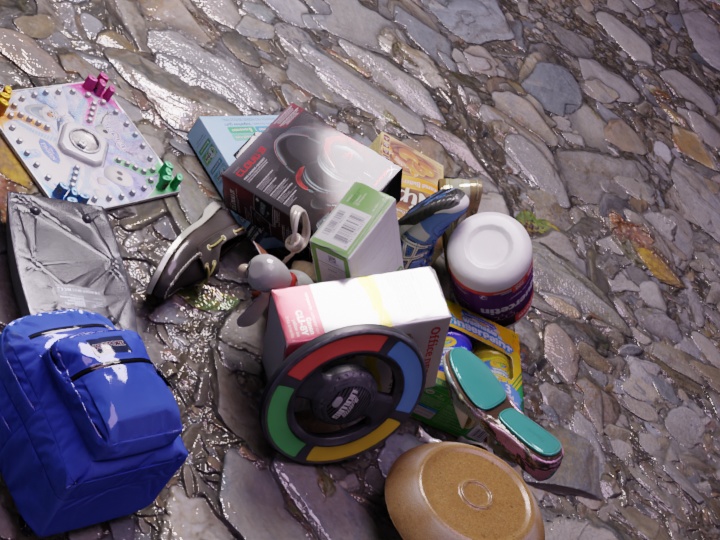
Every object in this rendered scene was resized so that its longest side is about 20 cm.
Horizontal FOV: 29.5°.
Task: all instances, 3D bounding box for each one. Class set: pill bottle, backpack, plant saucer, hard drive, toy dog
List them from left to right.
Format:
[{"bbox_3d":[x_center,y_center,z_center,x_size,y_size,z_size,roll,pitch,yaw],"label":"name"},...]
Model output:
[{"bbox_3d":[-0.329,0.004,1.532,0.135,0.042,0.200,8,46,-37],"label":"hard drive"},{"bbox_3d":[-0.274,0.129,1.348,0.162,0.168,0.200,-2,49,-51],"label":"backpack"},{"bbox_3d":[-0.107,0.016,1.639,0.096,0.200,0.132,6,57,18],"label":"toy dog"},{"bbox_3d":[0.126,0.265,1.559,0.200,0.035,0.200,16,39,-13],"label":"plant saucer"},{"bbox_3d":[0.178,0.010,1.851,0.112,0.200,0.113,-3,65,7],"label":"pill bottle"}]

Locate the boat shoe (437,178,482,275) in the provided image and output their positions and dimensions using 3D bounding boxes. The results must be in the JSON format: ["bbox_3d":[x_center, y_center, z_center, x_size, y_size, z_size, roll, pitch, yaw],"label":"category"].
[{"bbox_3d":[0.146,-0.057,1.908,0.063,0.201,0.073,-4,51,7],"label":"boat shoe"}]

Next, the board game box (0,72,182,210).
[{"bbox_3d":[-0.344,-0.163,1.711,0.200,0.026,0.200,-18,65,-50],"label":"board game box"}]

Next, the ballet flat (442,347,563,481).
[{"bbox_3d":[0.162,0.182,1.661,0.069,0.071,0.200,-21,55,-41],"label":"ballet flat"}]

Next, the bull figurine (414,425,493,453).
[{"bbox_3d":[0.113,0.255,1.646,0.121,0.065,0.200,20,34,-15],"label":"bull figurine"}]

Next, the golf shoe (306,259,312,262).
[{"bbox_3d":[-0.011,-0.036,1.780,0.078,0.094,0.201,25,61,-37],"label":"golf shoe"}]

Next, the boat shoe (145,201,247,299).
[{"bbox_3d":[-0.194,-0.018,1.653,0.061,0.072,0.201,34,33,-1],"label":"boat shoe"}]

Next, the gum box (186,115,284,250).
[{"bbox_3d":[-0.119,-0.123,1.856,0.170,0.045,0.200,-8,57,-46],"label":"gum box"}]

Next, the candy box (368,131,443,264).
[{"bbox_3d":[0.060,-0.101,1.984,0.115,0.055,0.200,27,38,-19],"label":"candy box"}]

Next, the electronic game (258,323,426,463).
[{"bbox_3d":[-0.018,0.141,1.536,0.200,0.200,0.042,12,31,-34],"label":"electronic game"}]

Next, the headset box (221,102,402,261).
[{"bbox_3d":[-0.069,-0.110,1.735,0.200,0.075,0.149,32,62,18],"label":"headset box"}]

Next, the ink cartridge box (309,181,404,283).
[{"bbox_3d":[0.000,0.000,1.657,0.059,0.200,0.104,24,60,23],"label":"ink cartridge box"}]

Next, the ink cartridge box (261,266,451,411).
[{"bbox_3d":[-0.006,0.081,1.595,0.199,0.145,0.084,-9,52,-15],"label":"ink cartridge box"}]

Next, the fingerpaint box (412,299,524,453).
[{"bbox_3d":[0.113,0.122,1.779,0.200,0.073,0.167,26,38,-19],"label":"fingerpaint box"}]

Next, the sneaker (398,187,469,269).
[{"bbox_3d":[0.077,-0.042,1.821,0.077,0.200,0.076,53,38,-2],"label":"sneaker"}]
